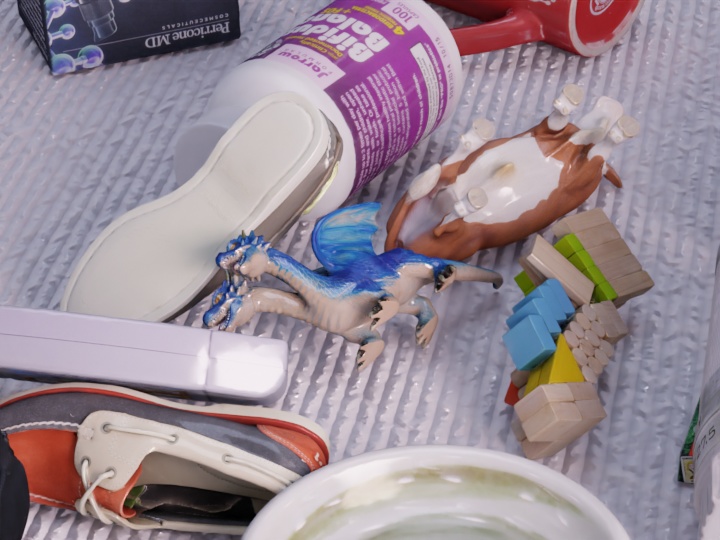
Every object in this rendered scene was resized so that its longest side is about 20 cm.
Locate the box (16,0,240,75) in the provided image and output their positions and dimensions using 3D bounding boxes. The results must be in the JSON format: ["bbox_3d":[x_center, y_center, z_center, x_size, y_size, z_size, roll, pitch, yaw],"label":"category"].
[{"bbox_3d":[-0.177,-0.264,1.632,0.148,0.200,0.107,-14,36,-16],"label":"box"}]

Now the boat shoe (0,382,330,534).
[{"bbox_3d":[-0.115,0.107,1.186,0.200,0.071,0.063,4,36,2],"label":"boat shoe"}]

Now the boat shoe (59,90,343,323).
[{"bbox_3d":[-0.091,-0.022,1.331,0.202,0.060,0.072,-42,67,6],"label":"boat shoe"}]

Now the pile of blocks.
[{"bbox_3d":[0.104,0.036,1.274,0.082,0.062,0.200,43,34,-9],"label":"pile of blocks"}]

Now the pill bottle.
[{"bbox_3d":[-0.029,-0.100,1.454,0.112,0.112,0.200,19,38,28],"label":"pill bottle"}]

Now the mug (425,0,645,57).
[{"bbox_3d":[0.098,-0.222,1.656,0.200,0.178,0.133,27,6,31],"label":"mug"}]

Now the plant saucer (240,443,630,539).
[{"bbox_3d":[0.036,0.164,1.100,0.200,0.050,0.200,0,34,0],"label":"plant saucer"}]

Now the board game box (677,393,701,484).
[{"bbox_3d":[0.251,0.063,1.272,0.105,0.023,0.200,7,34,17],"label":"board game box"}]

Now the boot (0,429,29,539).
[{"bbox_3d":[-0.227,0.108,1.080,0.076,0.200,0.168,-22,34,11],"label":"boot"}]

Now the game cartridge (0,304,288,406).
[{"bbox_3d":[-0.139,0.046,1.222,0.200,0.042,0.133,7,-2,0],"label":"game cartridge"}]

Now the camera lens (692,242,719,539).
[{"bbox_3d":[0.251,0.059,1.118,0.160,0.160,0.200,5,51,11],"label":"camera lens"}]

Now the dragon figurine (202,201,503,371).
[{"bbox_3d":[0.000,0.000,1.310,0.099,0.059,0.200,39,41,27],"label":"dragon figurine"}]

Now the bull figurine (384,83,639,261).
[{"bbox_3d":[0.105,-0.062,1.404,0.200,0.121,0.065,-30,75,-25],"label":"bull figurine"}]
